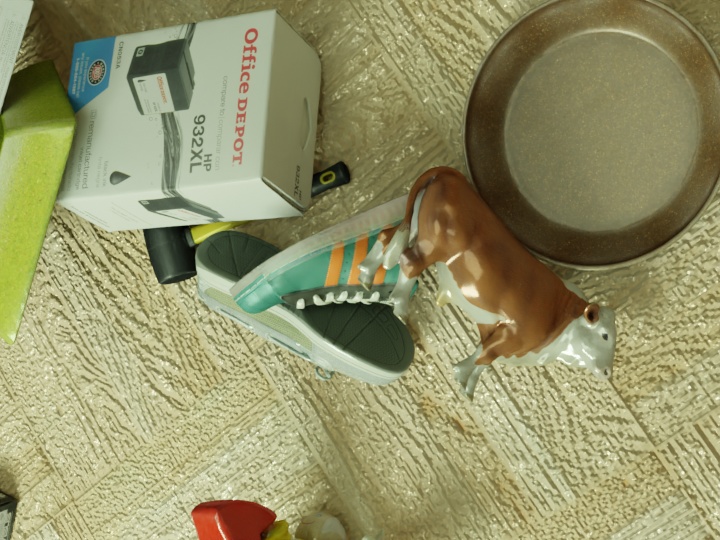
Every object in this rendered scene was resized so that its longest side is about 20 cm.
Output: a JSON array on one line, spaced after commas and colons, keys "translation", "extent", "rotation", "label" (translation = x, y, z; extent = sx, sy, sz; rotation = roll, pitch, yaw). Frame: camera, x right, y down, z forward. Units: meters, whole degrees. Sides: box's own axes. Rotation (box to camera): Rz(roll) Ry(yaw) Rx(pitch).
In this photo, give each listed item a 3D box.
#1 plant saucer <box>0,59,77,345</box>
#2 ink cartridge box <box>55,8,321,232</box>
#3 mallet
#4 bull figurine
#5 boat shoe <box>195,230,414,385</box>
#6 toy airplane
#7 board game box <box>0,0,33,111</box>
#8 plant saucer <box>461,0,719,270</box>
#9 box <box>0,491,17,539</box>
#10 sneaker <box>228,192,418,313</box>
[{"translation": [-0.304, -0.070, 0.925], "extent": [0.202, 0.047, 0.200], "rotation": [-69, 28, 17], "label": "plant saucer"}, {"translation": [-0.142, -0.119, 0.883], "extent": [0.197, 0.084, 0.147], "rotation": [-3, 73, 23], "label": "ink cartridge box"}, {"translation": [-0.103, -0.057, 0.920], "extent": [0.198, 0.041, 0.067], "rotation": [-28, 80, 18], "label": "mallet"}, {"translation": [0.094, 0.021, 0.782], "extent": [0.121, 0.065, 0.200], "rotation": [-44, 94, -4], "label": "bull figurine"}, {"translation": [-0.048, 0.038, 0.881], "extent": [0.200, 0.075, 0.065], "rotation": [25, 137, 12], "label": "boat shoe"}, {"translation": [-0.045, 0.267, 0.871], "extent": [0.198, 0.142, 0.201], "rotation": [23, 140, 12], "label": "toy airplane"}, {"translation": [-0.331, -0.196, 0.943], "extent": [0.128, 0.034, 0.200], "rotation": [-68, 29, 13], "label": "board game box"}, {"translation": [0.173, -0.102, 0.793], "extent": [0.198, 0.037, 0.204], "rotation": [1, 93, 23], "label": "plant saucer"}, {"translation": [-0.434, 0.297, 1.074], "extent": [0.157, 0.048, 0.203], "rotation": [18, 100, 21], "label": "box"}, {"translation": [0.000, 0.000, 0.826], "extent": [0.198, 0.071, 0.081], "rotation": [-24, 91, -5], "label": "sneaker"}]
